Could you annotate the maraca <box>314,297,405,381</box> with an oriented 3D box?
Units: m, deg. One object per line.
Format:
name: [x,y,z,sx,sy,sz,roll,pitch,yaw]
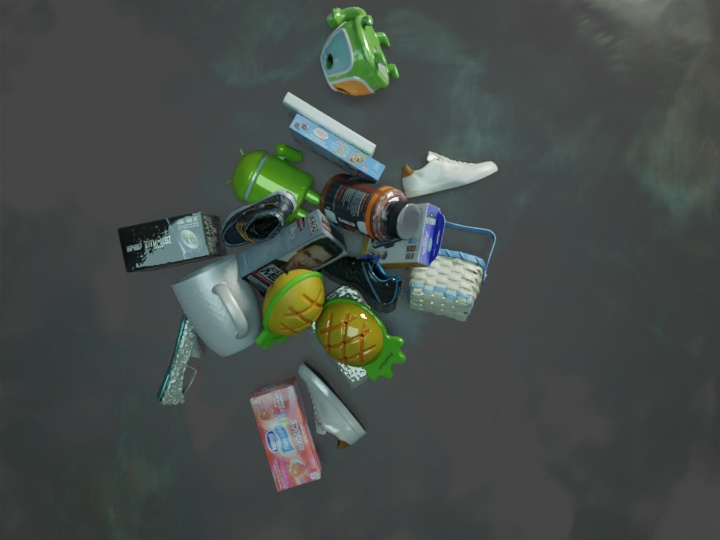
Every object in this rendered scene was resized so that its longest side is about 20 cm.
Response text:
maraca: [-0.002,0.139,1.539,0.199,0.107,0.138,36,116,2]

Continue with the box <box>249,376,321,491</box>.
box: [-0.152,0.336,1.587,0.093,0.103,0.203,-17,94,1]

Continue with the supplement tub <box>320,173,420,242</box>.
supplement tub: [0.020,-0.119,1.489,0.199,0.106,0.108,22,93,40]

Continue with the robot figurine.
robot figurine: [-0.173,-0.168,1.555,0.198,0.116,0.177,27,100,-1]

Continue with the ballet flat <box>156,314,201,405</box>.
ballet flat: [-0.370,0.189,1.602,0.071,0.072,0.202,19,98,-1]

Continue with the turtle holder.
turtle holder: [-0.016,-0.442,1.534,0.130,0.141,0.187,-20,102,17]

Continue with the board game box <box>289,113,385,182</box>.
board game box: [-0.046,-0.237,1.535,0.198,0.151,0.037,30,90,-2]

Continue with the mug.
mug: [-0.270,0.076,1.527,0.146,0.200,0.177,-28,100,-19]

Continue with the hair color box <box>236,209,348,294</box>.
hair color box: [-0.135,-0.032,1.517,0.198,0.099,0.061,-28,55,17]

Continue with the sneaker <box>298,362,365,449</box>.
sneaker: [-0.079,0.287,1.591,0.084,0.073,0.201,-38,94,-1]

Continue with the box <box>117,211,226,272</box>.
box: [-0.367,-0.055,1.517,0.161,0.200,0.087,-12,91,-1]

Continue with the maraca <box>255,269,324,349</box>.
maraca: [-0.138,0.079,1.500,0.107,0.136,0.201,49,129,26]

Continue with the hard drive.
hard drive: [-0.061,-0.287,1.542,0.199,0.132,0.027,31,92,-2]

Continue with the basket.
basket: [0.173,-0.010,1.561,0.174,0.139,0.202,13,69,10]

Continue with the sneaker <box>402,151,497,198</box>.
sneaker: [0.182,-0.211,1.577,0.197,0.073,0.086,-13,95,2]

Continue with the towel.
towel: [-0.020,0.137,1.613,0.132,0.034,0.201,-34,93,3]

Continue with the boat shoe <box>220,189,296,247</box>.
boat shoe: [-0.215,-0.086,1.494,0.199,0.091,0.071,-29,111,32]

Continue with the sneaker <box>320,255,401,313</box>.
sneaker: [0.000,0.000,1.537,0.199,0.073,0.083,32,124,17]

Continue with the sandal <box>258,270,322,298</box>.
sandal: [-0.129,-0.007,1.598,0.199,0.045,0.075,-39,91,1]

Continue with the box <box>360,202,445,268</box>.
box: [0.083,-0.067,1.520,0.041,0.199,0.121,18,77,-37]
